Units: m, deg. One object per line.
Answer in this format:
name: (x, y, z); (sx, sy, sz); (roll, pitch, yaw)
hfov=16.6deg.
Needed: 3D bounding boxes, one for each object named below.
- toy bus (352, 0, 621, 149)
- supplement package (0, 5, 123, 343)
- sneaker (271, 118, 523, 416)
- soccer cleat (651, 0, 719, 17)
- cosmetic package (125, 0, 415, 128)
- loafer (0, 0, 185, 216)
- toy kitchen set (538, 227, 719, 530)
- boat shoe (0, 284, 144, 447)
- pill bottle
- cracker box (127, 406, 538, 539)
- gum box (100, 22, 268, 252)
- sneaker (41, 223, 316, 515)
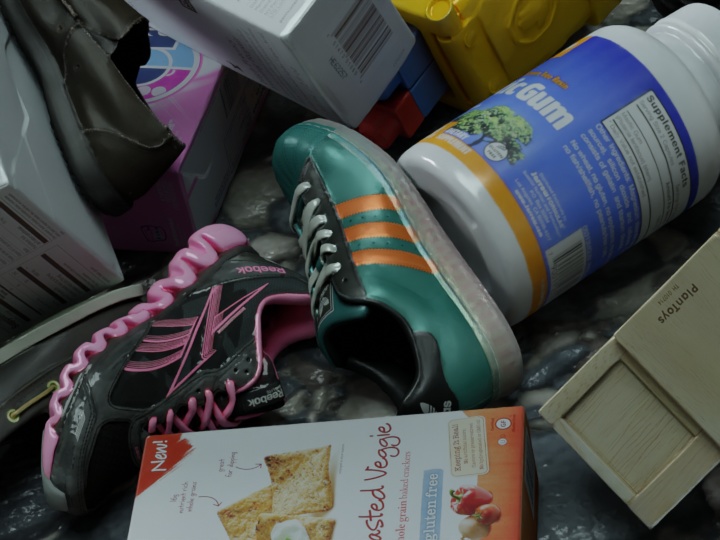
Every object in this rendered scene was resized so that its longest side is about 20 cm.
toy bus: (0.028, -0.169, 1.500); (0.199, 0.136, 0.192); (28, 72, 39)
supplement package: (-0.234, -0.078, 1.353); (0.110, 0.156, 0.201); (-26, 64, 8)
sneaker: (0.000, 0.000, 1.311); (0.079, 0.072, 0.200); (-22, 58, -29)
soccer cleat: (0.274, -0.193, 1.490); (0.198, 0.069, 0.073); (-4, 38, 15)
cosmetic package: (-0.074, -0.166, 1.420); (0.199, 0.102, 0.074); (27, 75, 36)
loafer: (-0.152, -0.130, 1.396); (0.071, 0.073, 0.201); (-25, 78, 7)
toy kitchen set: (0.226, 0.050, 1.245); (0.163, 0.180, 0.200); (46, 102, 6)
boat shoe: (-0.186, 0.071, 1.332); (0.201, 0.061, 0.072); (-30, -2, -35)
pill bottle: (0.126, -0.064, 1.352); (0.199, 0.113, 0.112); (-33, 45, -20)
cracker box: (-0.014, 0.139, 1.210); (0.198, 0.058, 0.135); (-6, 41, 10)
gum box: (-0.127, -0.103, 1.499); (0.112, 0.066, 0.201); (3, 44, 17)
sneaker: (-0.090, 0.059, 1.316); (0.095, 0.079, 0.200); (25, 55, 21)
